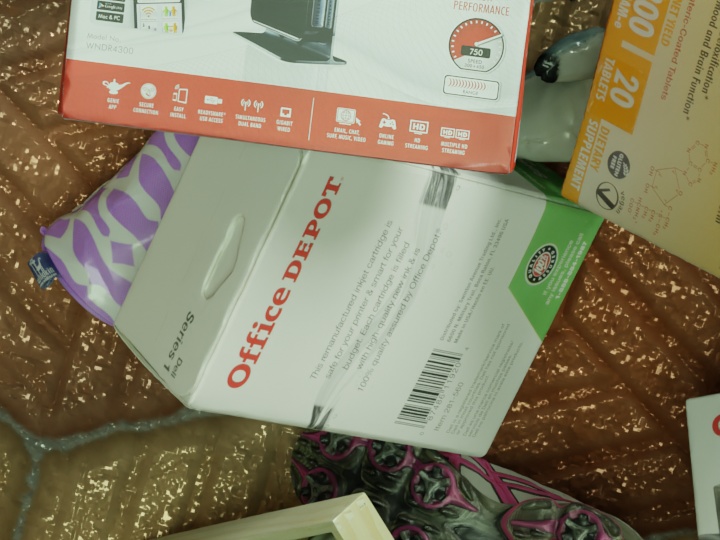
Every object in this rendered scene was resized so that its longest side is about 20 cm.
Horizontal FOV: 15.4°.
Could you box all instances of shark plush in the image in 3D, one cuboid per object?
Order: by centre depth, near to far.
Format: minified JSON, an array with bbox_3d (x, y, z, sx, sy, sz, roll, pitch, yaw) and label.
[{"bbox_3d":[0.147,-0.117,1.309,0.200,0.083,0.091,-42,111,-4],"label":"shark plush"}]

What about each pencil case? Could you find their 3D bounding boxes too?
[{"bbox_3d":[-0.073,-0.053,1.343,0.200,0.086,0.084,-42,142,12],"label":"pencil case"}]

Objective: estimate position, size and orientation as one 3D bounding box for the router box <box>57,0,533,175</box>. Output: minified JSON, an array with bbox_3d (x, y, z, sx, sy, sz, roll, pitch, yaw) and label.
[{"bbox_3d":[-0.022,-0.143,1.152,0.200,0.049,0.180,7,99,5],"label":"router box"}]

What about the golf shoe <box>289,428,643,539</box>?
[{"bbox_3d":[0.057,0.134,1.384,0.200,0.092,0.073,22,89,20],"label":"golf shoe"}]

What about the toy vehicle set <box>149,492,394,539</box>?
[{"bbox_3d":[-0.036,0.185,1.365,0.200,0.027,0.124,-19,107,49],"label":"toy vehicle set"}]

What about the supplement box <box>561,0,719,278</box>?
[{"bbox_3d":[0.197,-0.054,1.168,0.200,0.073,0.126,29,118,32],"label":"supplement box"}]

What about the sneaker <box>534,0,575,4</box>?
[{"bbox_3d":[0.068,-0.165,1.254,0.066,0.200,0.091,-11,90,-15],"label":"sneaker"}]

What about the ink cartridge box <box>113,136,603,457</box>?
[{"bbox_3d":[0.000,0.000,1.294,0.200,0.084,0.146,14,109,-41],"label":"ink cartridge box"}]

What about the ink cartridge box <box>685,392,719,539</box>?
[{"bbox_3d":[0.246,0.151,1.308,0.147,0.083,0.200,-14,67,25],"label":"ink cartridge box"}]
